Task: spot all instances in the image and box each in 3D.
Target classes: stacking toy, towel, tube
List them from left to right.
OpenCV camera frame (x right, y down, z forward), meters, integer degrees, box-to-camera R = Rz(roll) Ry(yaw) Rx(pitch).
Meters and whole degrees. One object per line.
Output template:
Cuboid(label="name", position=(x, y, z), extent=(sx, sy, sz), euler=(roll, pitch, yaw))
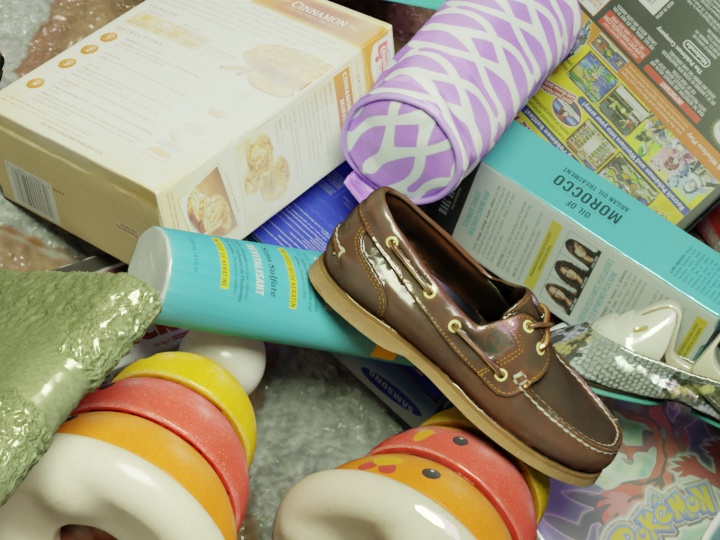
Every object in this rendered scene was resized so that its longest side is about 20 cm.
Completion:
Cuboid(label="towel", position=(-0.192, 0.056, 0.806), extent=(0.148, 0.200, 0.037), euler=(-51, 120, -31))
Cuboid(label="stacking toy", position=(-0.105, 0.095, 0.879), extent=(0.146, 0.146, 0.200), euler=(30, 40, -1))
Cuboid(label="tube", position=(-0.031, 0.016, 0.912), extent=(0.199, 0.050, 0.078), euler=(9, 57, -33))
Cuboid(label="stacking toy", position=(0.056, 0.124, 0.919), extent=(0.146, 0.146, 0.200), euler=(39, 45, 5))

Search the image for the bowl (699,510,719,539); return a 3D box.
Cuboid(label="bowl", position=(0.254, 0.230, 0.935), extent=(0.200, 0.105, 0.201), euler=(9, 58, -15))

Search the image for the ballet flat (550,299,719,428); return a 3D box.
Cuboid(label="ballet flat", position=(0.193, 0.055, 0.960), extent=(0.200, 0.072, 0.072), euler=(19, 54, 12))

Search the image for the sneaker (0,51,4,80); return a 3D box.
Cuboid(label="sneaker", position=(-0.301, -0.086, 0.949), extent=(0.078, 0.075, 0.200), euler=(36, 47, 14))

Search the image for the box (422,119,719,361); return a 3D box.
Cuboid(label="box", position=(0.139, -0.014, 1.031), extent=(0.200, 0.082, 0.049), euler=(35, 50, 14))

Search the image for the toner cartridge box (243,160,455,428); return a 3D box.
Cuboid(label="toner cartridge box", position=(0.000, 0.000, 1.002), extent=(0.200, 0.043, 0.095), euler=(42, 57, 16))

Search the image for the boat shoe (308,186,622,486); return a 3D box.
Cuboid(label="boat shoe", position=(0.067, 0.036, 0.882), extent=(0.200, 0.070, 0.070), euler=(37, 24, -7))

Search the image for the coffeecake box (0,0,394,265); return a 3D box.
Cuboid(label="coffeecake box", position=(-0.098, -0.096, 0.982), extent=(0.153, 0.073, 0.200), euler=(26, 50, 33))

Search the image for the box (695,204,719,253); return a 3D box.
Cuboid(label="box", position=(0.250, -0.119, 1.142), extent=(0.095, 0.100, 0.200), euler=(-25, 71, -30))

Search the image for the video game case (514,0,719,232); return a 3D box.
Cuboid(label="video game case", position=(0.174, -0.122, 1.085), extent=(0.181, 0.025, 0.200), euler=(-44, 74, 10))

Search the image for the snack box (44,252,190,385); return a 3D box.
Cuboid(label="snack box", position=(-0.185, 0.041, 0.935), extent=(0.200, 0.024, 0.072), euler=(-20, 71, -29))

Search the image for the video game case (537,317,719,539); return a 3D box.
Cuboid(label="video game case", position=(0.170, 0.111, 1.024), extent=(0.200, 0.023, 0.182), euler=(-24, 71, -29))

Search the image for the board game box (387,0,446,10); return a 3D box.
Cuboid(label="board game box", position=(-0.046, -0.224, 1.080), extent=(0.199, 0.045, 0.152), euler=(8, 19, -14))

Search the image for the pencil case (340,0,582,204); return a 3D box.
Cuboid(label="pencil case", position=(0.063, -0.119, 0.994), extent=(0.084, 0.085, 0.200), euler=(52, 44, -10))
